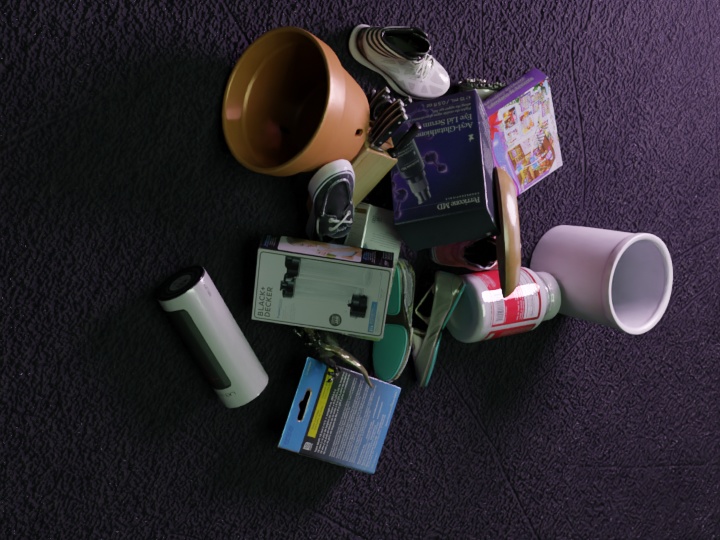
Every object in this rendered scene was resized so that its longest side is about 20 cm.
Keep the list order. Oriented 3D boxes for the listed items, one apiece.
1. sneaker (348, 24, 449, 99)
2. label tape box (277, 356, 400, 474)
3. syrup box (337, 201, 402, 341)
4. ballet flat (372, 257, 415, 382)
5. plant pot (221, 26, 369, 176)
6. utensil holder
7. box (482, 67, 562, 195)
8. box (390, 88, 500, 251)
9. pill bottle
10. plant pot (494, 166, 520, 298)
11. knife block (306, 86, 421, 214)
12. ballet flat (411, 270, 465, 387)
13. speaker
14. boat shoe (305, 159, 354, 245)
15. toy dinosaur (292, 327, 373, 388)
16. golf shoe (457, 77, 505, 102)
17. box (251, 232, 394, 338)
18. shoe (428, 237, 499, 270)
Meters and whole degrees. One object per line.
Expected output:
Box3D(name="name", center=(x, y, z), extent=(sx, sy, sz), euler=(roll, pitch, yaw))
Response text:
Box3D(name="sneaker", center=(0.085, -0.315, 1.671), extent=(0.198, 0.115, 0.077), euler=(21, 86, -37))
Box3D(name="label tape box", center=(-0.045, 0.222, 1.701), extent=(0.198, 0.063, 0.147), euler=(23, 83, -36))
Box3D(name="syrup box", center=(0.000, 0.000, 1.685), extent=(0.078, 0.081, 0.204), euler=(13, 88, -37))
Box3D(name="ballet flat", center=(0.062, 0.078, 1.757), extent=(0.071, 0.072, 0.205), euler=(-4, 101, -35))
Box3D(name="plant pot", center=(-0.079, -0.222, 1.533), extent=(0.139, 0.198, 0.204), euler=(15, 89, -53))
Box3D(name="utensil holder", center=(0.422, 0.009, 1.922), extent=(0.167, 0.199, 0.174), euler=(-7, 102, -34))
Box3D(name="box", center=(0.260, -0.218, 1.805), extent=(0.136, 0.039, 0.202), euler=(-34, 138, -11))
Box3D(name="box", center=(0.125, -0.148, 1.636), extent=(0.104, 0.145, 0.204), euler=(49, 33, -61))
Box3D(name="pill bottle", center=(0.244, 0.055, 1.854), extent=(0.197, 0.111, 0.115), euler=(-7, 102, -35))
Box3D(name="plant pot", center=(0.226, -0.059, 1.674), extent=(0.027, 0.200, 0.204), euler=(-3, 103, 4))
Box3D(name="knife block", center=(0.010, -0.166, 1.605), extent=(0.063, 0.174, 0.204), euler=(16, 89, -35))
Box3D(name="ballet flat", center=(0.114, 0.093, 1.797), extent=(0.063, 0.067, 0.203), euler=(21, 108, 6))
Box3D(name="speaker", center=(-0.208, 0.096, 1.550), extent=(0.081, 0.081, 0.202), euler=(-40, 119, -24))
Box3D(name="boat shoe", center=(-0.038, -0.081, 1.579), extent=(0.071, 0.201, 0.069), euler=(-18, 64, -22))
Box3D(name="toy dinosaur", center=(-0.050, 0.117, 1.627), extent=(0.200, 0.088, 0.047), euler=(44, 105, -7))
Box3D(name="golf shoe", center=(0.238, -0.265, 1.820), extent=(0.197, 0.077, 0.090), euler=(12, 98, -36))
Box3D(name="box", center=(-0.055, 0.023, 1.581), extent=(0.196, 0.060, 0.119), euler=(10, 115, 0))
Box3D(name="shoe", center=(0.216, -0.031, 1.831), extent=(0.197, 0.090, 0.073), euler=(0, 99, -36))
